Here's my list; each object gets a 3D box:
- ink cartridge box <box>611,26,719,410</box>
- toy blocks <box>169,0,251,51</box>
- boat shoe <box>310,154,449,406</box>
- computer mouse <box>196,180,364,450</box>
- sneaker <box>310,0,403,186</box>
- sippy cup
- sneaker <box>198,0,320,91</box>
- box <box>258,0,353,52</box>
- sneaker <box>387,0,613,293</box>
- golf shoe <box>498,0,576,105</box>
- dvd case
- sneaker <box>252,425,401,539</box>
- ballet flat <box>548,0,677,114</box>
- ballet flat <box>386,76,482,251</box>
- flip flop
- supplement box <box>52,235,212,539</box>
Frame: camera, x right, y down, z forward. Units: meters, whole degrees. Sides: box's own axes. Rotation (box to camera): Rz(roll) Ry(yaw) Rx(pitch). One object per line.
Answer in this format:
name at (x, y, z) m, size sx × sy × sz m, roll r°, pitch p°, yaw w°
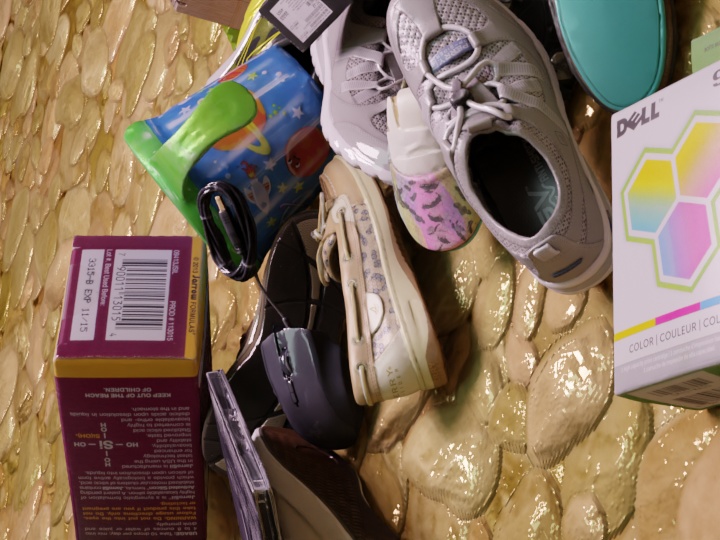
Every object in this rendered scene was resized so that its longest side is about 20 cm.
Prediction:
ink cartridge box at (0.173, -0.042, 0.813) m, size 0.104 × 0.059 × 0.202 m, roll -25°, pitch 57°, yaw 57°
toy blocks at (-0.126, -0.288, 1.395) m, size 0.201 × 0.136 × 0.100 m, roll -65°, pitch 30°, yaw 24°
boat shoe at (0.000, 0.000, 1.091) m, size 0.201 × 0.062 × 0.074 m, roll -111°, pitch 1°, yaw -46°
computer mouse at (-0.058, 0.034, 1.125) m, size 0.058 × 0.034 × 0.201 m, roll -22°, pitch 101°, yaw 41°
sneaker at (0.016, -0.128, 1.129) m, size 0.082 × 0.074 × 0.201 m, roll -56°, pitch 36°, yaw 30°
sippy cup at (-0.077, -0.084, 1.207) m, size 0.130 × 0.140 × 0.178 m, roll -39°, pitch 21°, yaw -2°
sneaker at (-0.081, -0.127, 1.307) m, size 0.201 × 0.074 × 0.085 m, roll -66°, pitch 27°, yaw 22°
box at (0.029, -0.247, 1.099) m, size 0.200 × 0.043 × 0.161 m, roll -38°, pitch 14°, yaw 50°
sneaker at (0.073, -0.084, 0.914) m, size 0.075 × 0.082 × 0.201 m, roll -37°, pitch 69°, yaw 14°
golf shoe at (0.099, -0.167, 1.015) m, size 0.088 × 0.076 × 0.202 m, roll -173°, pitch 94°, yaw -86°
dvd case at (-0.061, 0.184, 1.089) m, size 0.149 × 0.016 × 0.202 m, roll -123°, pitch 21°, yaw -61°
sneaker at (-0.034, 0.175, 1.100) m, size 0.085 × 0.072 × 0.200 m, roll -66°, pitch 31°, yaw 16°
ballet flat at (0.128, -0.183, 0.932) m, size 0.068 × 0.068 × 0.202 m, roll -19°, pitch 90°, yaw 22°
ballet flat at (0.047, -0.112, 1.039) m, size 0.068 × 0.071 × 0.202 m, roll -4°, pitch 61°, yaw 22°
flip flop at (-0.055, 0.053, 1.197) m, size 0.058 × 0.080 × 0.202 m, roll -130°, pitch 55°, yaw -79°
supplement box at (-0.162, 0.089, 1.249) m, size 0.132 × 0.102 × 0.201 m, roll -93°, pitch 4°, yaw -49°
